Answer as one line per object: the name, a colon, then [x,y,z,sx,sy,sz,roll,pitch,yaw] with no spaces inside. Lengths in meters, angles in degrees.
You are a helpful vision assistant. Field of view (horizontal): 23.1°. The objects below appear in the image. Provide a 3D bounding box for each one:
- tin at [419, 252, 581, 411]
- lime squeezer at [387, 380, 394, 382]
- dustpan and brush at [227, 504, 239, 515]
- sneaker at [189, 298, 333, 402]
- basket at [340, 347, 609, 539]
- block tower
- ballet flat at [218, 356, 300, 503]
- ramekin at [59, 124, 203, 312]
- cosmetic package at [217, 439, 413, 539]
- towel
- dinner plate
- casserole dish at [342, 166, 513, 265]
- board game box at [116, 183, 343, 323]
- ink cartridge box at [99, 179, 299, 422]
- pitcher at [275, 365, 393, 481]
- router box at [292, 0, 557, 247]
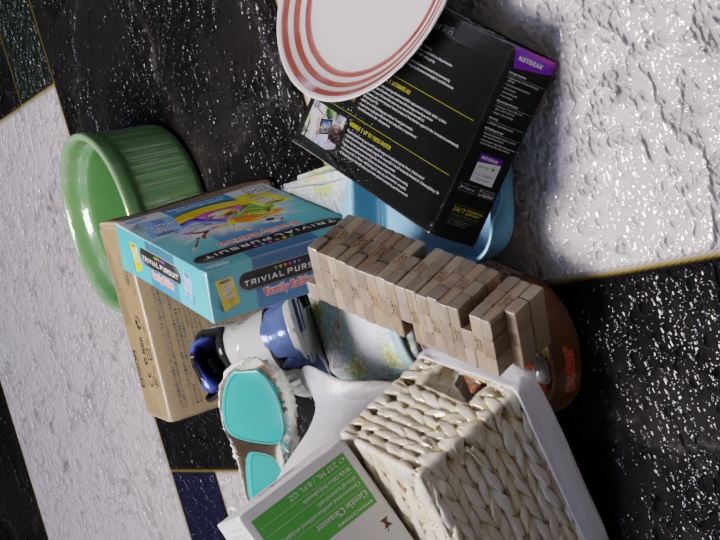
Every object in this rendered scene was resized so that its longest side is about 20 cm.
tin: [0.105,0.046,1.400,0.200,0.042,0.113,29,134,53]
lime squeezer: [0.023,0.181,1.648,0.070,0.038,0.201,4,112,27]
dustpan and brush: [-0.071,0.298,1.573,0.200,0.057,0.140,50,132,12]
sneaker: [-0.094,0.076,1.625,0.199,0.115,0.081,52,-156,-73]
basket: [0.088,0.174,1.357,0.135,0.123,0.201,20,140,57]
block tower: [0.046,0.016,1.332,0.199,0.054,0.058,20,137,37]
ballet flat: [-0.084,0.141,1.564,0.072,0.072,0.201,44,148,43]
ramekin: [-0.243,-0.063,1.918,0.200,0.097,0.201,39,137,47]
cosmetic package: [-0.006,0.242,1.343,0.200,0.107,0.085,53,160,0]
towel: [0.000,0.000,1.561,0.171,0.048,0.201,-8,99,66]
dinner plate: [0.010,-0.221,1.344,0.200,0.024,0.201,-22,59,42]
casserole dish: [0.058,-0.056,1.383,0.200,0.039,0.122,-7,84,52]
board game box: [-0.105,-0.020,1.530,0.200,0.150,0.047,24,127,58]
ink cartridge box: [-0.148,0.027,1.720,0.075,0.164,0.201,2,107,64]
pitcher: [0.005,0.183,1.452,0.171,0.121,0.201,-5,61,35]
router box: [0.043,-0.125,1.329,0.200,0.051,0.150,37,107,48]
